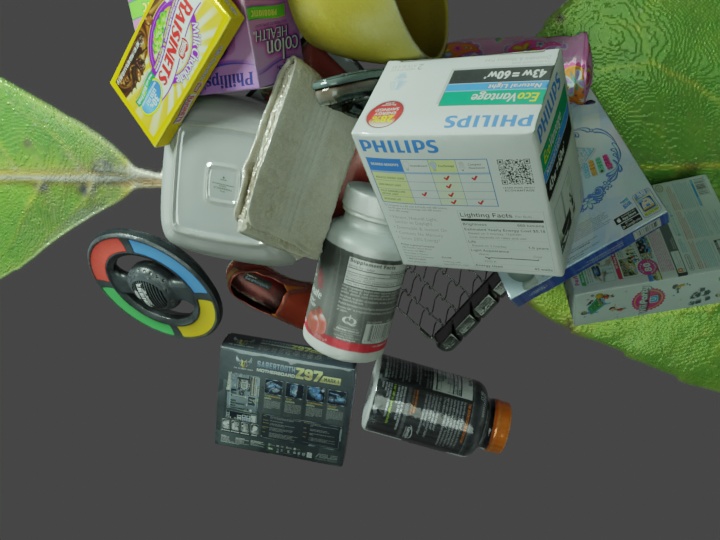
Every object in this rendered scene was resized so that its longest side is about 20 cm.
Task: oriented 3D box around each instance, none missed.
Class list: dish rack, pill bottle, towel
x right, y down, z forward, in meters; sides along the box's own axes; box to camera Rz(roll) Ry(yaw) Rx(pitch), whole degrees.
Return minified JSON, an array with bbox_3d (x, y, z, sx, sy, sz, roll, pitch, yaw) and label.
[{"bbox_3d":[0.095,0.000,1.016,0.199,0.055,0.154,40,108,-7],"label":"dish rack"},{"bbox_3d":[0.000,0.000,0.943,0.108,0.111,0.205,14,106,0],"label":"pill bottle"},{"bbox_3d":[0.106,0.192,1.053,0.195,0.107,0.108,16,111,-1],"label":"pill bottle"},{"bbox_3d":[-0.067,-0.121,0.873,0.034,0.131,0.204,15,84,43],"label":"towel"}]

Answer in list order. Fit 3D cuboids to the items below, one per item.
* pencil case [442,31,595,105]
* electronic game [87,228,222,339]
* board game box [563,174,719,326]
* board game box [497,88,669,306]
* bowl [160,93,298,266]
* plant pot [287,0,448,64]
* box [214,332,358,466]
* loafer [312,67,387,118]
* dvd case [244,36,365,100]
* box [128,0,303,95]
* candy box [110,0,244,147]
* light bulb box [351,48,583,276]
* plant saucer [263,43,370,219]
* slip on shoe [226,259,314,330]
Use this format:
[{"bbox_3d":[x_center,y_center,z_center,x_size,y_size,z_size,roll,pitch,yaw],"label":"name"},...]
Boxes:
[{"bbox_3d":[0.173,-0.230,0.896,0.195,0.088,0.090,-1,110,15],"label":"pencil case"},{"bbox_3d":[-0.274,0.022,1.021,0.195,0.042,0.202,16,141,13],"label":"electronic game"},{"bbox_3d":[0.342,-0.025,0.931,0.195,0.150,0.065,-10,139,8],"label":"board game box"},{"bbox_3d":[0.228,-0.094,0.912,0.197,0.043,0.202,-30,64,16],"label":"board game box"},{"bbox_3d":[-0.156,-0.107,0.925,0.195,0.075,0.205,11,103,10],"label":"bowl"},{"bbox_3d":[0.000,-0.319,0.851,0.139,0.200,0.204,-8,110,26],"label":"plant pot"},{"bbox_3d":[-0.108,0.186,1.101,0.195,0.051,0.162,8,110,3],"label":"box"},{"bbox_3d":[0.021,-0.199,0.876,0.071,0.199,0.064,0,107,36],"label":"loafer"},{"bbox_3d":[-0.073,-0.195,0.979,0.199,0.018,0.143,-40,102,17],"label":"dvd case"},{"bbox_3d":[-0.172,-0.309,0.871,0.172,0.096,0.205,3,113,32],"label":"box"},{"bbox_3d":[-0.207,-0.241,0.843,0.103,0.026,0.200,51,128,8],"label":"candy box"},{"bbox_3d":[0.122,-0.110,0.813,0.194,0.126,0.202,5,141,28],"label":"light bulb box"},{"bbox_3d":[-0.052,-0.143,0.967,0.199,0.037,0.200,41,107,-9],"label":"plant saucer"},{"bbox_3d":[-0.095,0.044,1.044,0.197,0.061,0.075,26,108,-6],"label":"slip on shoe"}]
